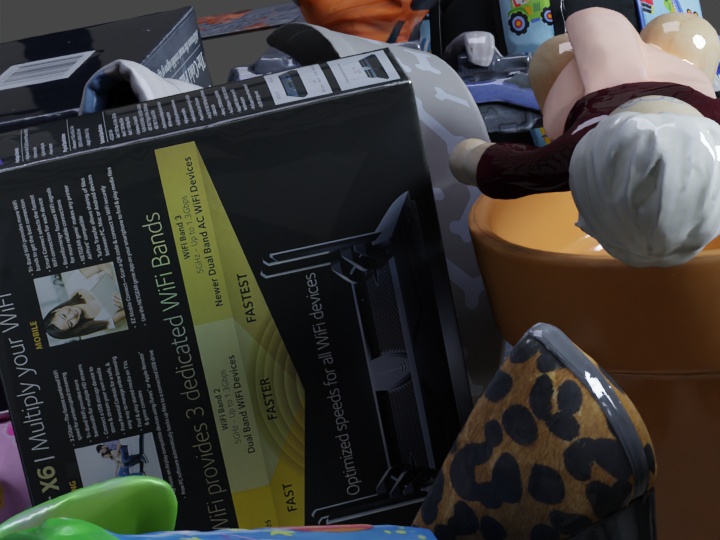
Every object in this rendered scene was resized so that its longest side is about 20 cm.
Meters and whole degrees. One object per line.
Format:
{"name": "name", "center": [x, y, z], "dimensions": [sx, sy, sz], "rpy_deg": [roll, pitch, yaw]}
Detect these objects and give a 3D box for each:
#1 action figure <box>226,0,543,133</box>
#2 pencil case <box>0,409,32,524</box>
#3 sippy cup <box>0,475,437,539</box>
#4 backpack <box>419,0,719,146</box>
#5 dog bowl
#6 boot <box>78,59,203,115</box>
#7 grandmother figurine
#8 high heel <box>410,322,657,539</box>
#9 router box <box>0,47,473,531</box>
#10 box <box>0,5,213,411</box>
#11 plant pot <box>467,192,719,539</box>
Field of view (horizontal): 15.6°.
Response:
{"name": "action figure", "center": [0.034, -0.103, 1.181], "dimensions": [0.200, 0.194, 0.105], "rpy_deg": [3, 1, 6]}
{"name": "pencil case", "center": [-0.179, 0.096, 1.023], "dimensions": [0.200, 0.088, 0.087], "rpy_deg": [-6, 16, 24]}
{"name": "sippy cup", "center": [-0.028, 0.129, 0.734], "dimensions": [0.130, 0.178, 0.140], "rpy_deg": [-8, -17, -32]}
{"name": "backpack", "center": [0.093, -0.092, 1.273], "dimensions": [0.182, 0.200, 0.134], "rpy_deg": [-3, 14, 39]}
{"name": "dog bowl", "center": [0.000, 0.000, 1.051], "dimensions": [0.059, 0.200, 0.200], "rpy_deg": [-2, 11, -21]}
{"name": "boot", "center": [-0.067, 0.019, 0.989], "dimensions": [0.074, 0.200, 0.096], "rpy_deg": [-23, -26, 30]}
{"name": "grandmother figurine", "center": [0.089, -0.047, 0.868], "dimensions": [0.121, 0.061, 0.200], "rpy_deg": [-20, 12, 4]}
{"name": "high heel", "center": [0.010, 0.081, 0.827], "dimensions": [0.200, 0.143, 0.071], "rpy_deg": [1, 19, 37]}
{"name": "router box", "center": [-0.043, 0.038, 0.915], "dimensions": [0.157, 0.200, 0.052], "rpy_deg": [-12, 19, -4]}
{"name": "box", "center": [-0.116, -0.001, 1.142], "dimensions": [0.104, 0.182, 0.200], "rpy_deg": [-9, 16, 10]}
{"name": "plant pot", "center": [0.147, 0.029, 0.922], "dimensions": [0.200, 0.140, 0.200], "rpy_deg": [-11, 14, 3]}
